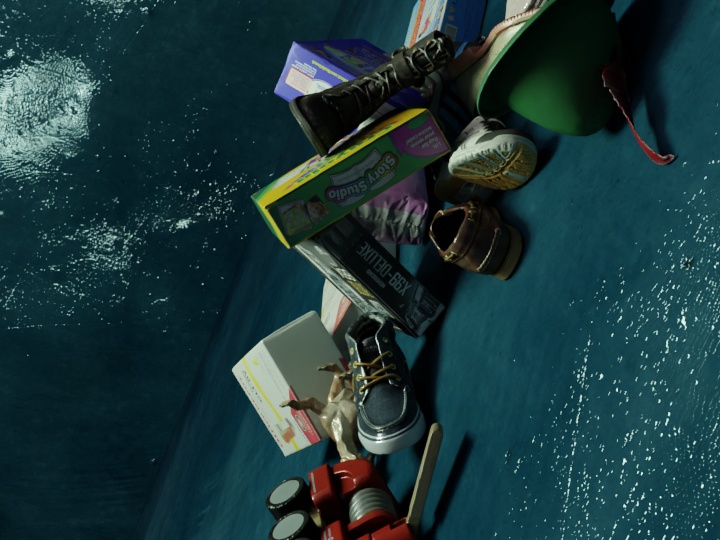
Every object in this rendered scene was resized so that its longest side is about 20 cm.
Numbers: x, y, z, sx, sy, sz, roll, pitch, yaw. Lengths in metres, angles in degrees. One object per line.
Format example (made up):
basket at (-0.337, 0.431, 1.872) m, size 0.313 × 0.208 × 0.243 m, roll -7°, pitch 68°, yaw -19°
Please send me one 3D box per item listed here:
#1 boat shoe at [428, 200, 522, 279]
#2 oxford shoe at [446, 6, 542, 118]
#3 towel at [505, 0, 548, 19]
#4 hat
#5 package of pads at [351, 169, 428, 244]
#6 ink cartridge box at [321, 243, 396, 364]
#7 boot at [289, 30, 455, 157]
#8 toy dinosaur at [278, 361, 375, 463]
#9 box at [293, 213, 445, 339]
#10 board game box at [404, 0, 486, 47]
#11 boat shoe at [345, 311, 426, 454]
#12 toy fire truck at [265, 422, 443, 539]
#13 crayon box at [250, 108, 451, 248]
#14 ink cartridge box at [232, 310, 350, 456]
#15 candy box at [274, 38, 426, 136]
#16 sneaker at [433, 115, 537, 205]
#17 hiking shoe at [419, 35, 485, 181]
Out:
boat shoe at (0.106, -0.039, 1.271) m, size 0.200 × 0.070 × 0.070 m, roll -145°, pitch 74°, yaw -80°
oxford shoe at (0.170, -0.227, 1.346) m, size 0.200 × 0.071 × 0.074 m, roll -31°, pitch 76°, yaw 61°
towel at (0.220, -0.380, 1.405) m, size 0.200 × 0.032 × 0.191 m, roll 122°, pitch 162°, yaw -49°
hat at (0.212, -0.136, 1.066) m, size 0.200 × 0.176 × 0.166 m, roll -31°, pitch -20°, yaw -39°
package of pads at (0.020, -0.111, 1.611) m, size 0.200 × 0.120 × 0.076 m, roll -91°, pitch 13°, yaw -59°
ink cartridge box at (-0.002, 0.028, 1.670) m, size 0.200 × 0.067 × 0.117 m, roll -88°, pitch 21°, yaw -52°
boot at (0.021, -0.206, 1.362) m, size 0.174 × 0.069 × 0.200 m, roll -28°, pitch 11°, yaw 20°
toy dinosaur at (-0.010, 0.179, 1.444) m, size 0.086 × 0.136 × 0.200 m, roll -20°, pitch 11°, yaw 25°
box at (0.000, 0.000, 1.440) m, size 0.050 × 0.158 × 0.200 m, roll -48°, pitch 13°, yaw -8°
board game box at (0.115, -0.341, 1.767) m, size 0.196 × 0.056 × 0.200 m, roll 130°, pitch 157°, yaw -61°
boat shoe at (0.018, 0.116, 1.320) m, size 0.200 × 0.071 × 0.091 m, roll -102°, pitch -7°, yaw -71°
toy fire truck at (0.011, 0.228, 1.203) m, size 0.200 × 0.129 × 0.176 m, roll -29°, pitch 20°, yaw 4°
crayon box at (-0.016, -0.105, 1.361) m, size 0.200 × 0.058 × 0.173 m, roll -32°, pitch 10°, yaw -5°
ink cartridge box at (-0.079, 0.150, 1.595) m, size 0.083 × 0.145 × 0.200 m, roll -30°, pitch -4°, yaw -21°
candy box at (0.014, -0.221, 1.569) m, size 0.200 × 0.169 × 0.077 m, roll -24°, pitch -37°, yaw -62°
sneaker at (0.130, -0.128, 1.292) m, size 0.200 × 0.076 × 0.088 m, roll 154°, pitch 136°, yaw -72°
hiking shoe at (0.115, -0.180, 1.448) m, size 0.074 × 0.087 × 0.200 m, roll 59°, pitch -156°, yaw -76°
